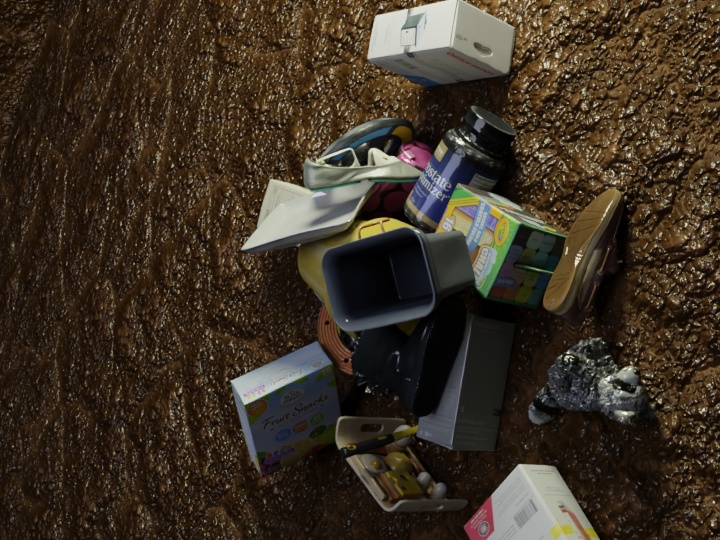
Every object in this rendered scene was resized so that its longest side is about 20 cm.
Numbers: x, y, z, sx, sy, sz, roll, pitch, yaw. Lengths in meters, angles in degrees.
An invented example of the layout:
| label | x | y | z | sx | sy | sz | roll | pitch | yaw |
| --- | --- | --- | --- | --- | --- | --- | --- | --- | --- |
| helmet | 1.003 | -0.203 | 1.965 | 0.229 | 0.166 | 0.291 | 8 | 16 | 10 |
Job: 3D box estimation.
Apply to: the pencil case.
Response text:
| label | x | y | z | sx | sy | sz | roll | pitch | yaw |
| --- | --- | --- | --- | --- | --- | --- | --- | --- | --- |
| pencil case | 0.050 | -0.135 | 1.853 | 0.200 | 0.093 | 0.091 | -48 | 48 | 30 |

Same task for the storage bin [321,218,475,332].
| label | x | y | z | sx | sy | sz | roll | pitch | yaw |
| --- | --- | --- | --- | --- | --- | --- | --- | --- | --- |
| storage bin | 0.061 | -0.004 | 1.562 | 0.199 | 0.134 | 0.147 | -15 | 89 | 42 |

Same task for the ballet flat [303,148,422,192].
| label | x | y | z | sx | sy | sz | roll | pitch | yaw |
| --- | --- | --- | --- | --- | --- | --- | --- | --- | --- |
| ballet flat | 0.005 | -0.168 | 1.744 | 0.067 | 0.197 | 0.065 | -133 | 38 | -81 |

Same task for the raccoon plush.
| label | x | y | z | sx | sy | sz | roll | pitch | yaw |
| --- | --- | --- | --- | --- | --- | --- | --- | --- | --- |
| raccoon plush | 0.325 | 0.187 | 1.486 | 0.134 | 0.096 | 0.201 | 54 | 151 | 27 |

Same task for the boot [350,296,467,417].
| label | x | y | z | sx | sy | sz | roll | pitch | yaw |
| --- | --- | --- | --- | --- | --- | --- | --- | --- | --- |
| boot | 0.068 | 0.108 | 1.628 | 0.162 | 0.073 | 0.201 | 32 | 110 | 48 |

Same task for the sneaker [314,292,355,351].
| label | x | y | z | sx | sy | sz | roll | pitch | yaw |
| --- | --- | --- | --- | --- | --- | --- | --- | --- | --- |
| sneaker | -0.016 | 0.087 | 1.905 | 0.201 | 0.074 | 0.085 | 58 | 170 | 21 |

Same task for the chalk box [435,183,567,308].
| label | x | y | z | sx | sy | sz | roll | pitch | yaw |
| --- | --- | --- | --- | --- | --- | --- | --- | --- | --- |
| chalk box | 0.218 | -0.026 | 1.604 | 0.200 | 0.124 | 0.125 | 41 | 111 | 48 |

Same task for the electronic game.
| label | x | y | z | sx | sy | sz | roll | pitch | yaw |
| --- | --- | --- | --- | --- | --- | --- | --- | --- | --- |
| electronic game | 0.005 | -0.194 | 1.842 | 0.200 | 0.199 | 0.042 | -42 | 70 | 35 |

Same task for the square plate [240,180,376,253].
| label | x | y | z | sx | sy | sz | roll | pitch | yaw |
| --- | --- | --- | --- | --- | --- | --- | --- | --- | --- |
| square plate | -0.076 | -0.087 | 1.768 | 0.198 | 0.198 | 0.029 | -13 | 110 | 22 |

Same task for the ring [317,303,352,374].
| label | x | y | z | sx | sy | sz | roll | pitch | yaw |
| --- | --- | --- | --- | --- | --- | --- | --- | --- | --- |
| ring | 0.022 | 0.086 | 1.824 | 0.198 | 0.019 | 0.203 | -9 | 60 | 15 |

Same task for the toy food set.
| label | x | y | z | sx | sy | sz | roll | pitch | yaw |
| --- | --- | --- | --- | --- | --- | --- | --- | --- | --- |
| toy food set | 0.064 | 0.301 | 1.687 | 0.200 | 0.142 | 0.061 | 47 | 119 | 45 |

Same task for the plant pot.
| label | x | y | z | sx | sy | sz | roll | pitch | yaw |
| --- | --- | --- | --- | --- | --- | --- | --- | --- | --- |
| plant pot | 0.000 | 0.000 | 1.765 | 0.188 | 0.199 | 0.203 | 27 | 101 | 47 |

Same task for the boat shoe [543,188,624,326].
| label | x | y | z | sx | sy | sz | roll | pitch | yaw |
| --- | --- | --- | --- | --- | --- | --- | --- | --- | --- |
| boat shoe | 0.329 | -0.017 | 1.517 | 0.202 | 0.072 | 0.072 | -64 | 20 | -15 |

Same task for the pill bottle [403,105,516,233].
| label | x | y | z | sx | sy | sz | roll | pitch | yaw |
| --- | --- | --- | --- | --- | --- | --- | --- | --- | --- |
| pill bottle | 0.161 | -0.154 | 1.712 | 0.201 | 0.111 | 0.112 | -60 | 43 | 21 |

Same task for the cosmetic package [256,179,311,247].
| label | x | y | z | sx | sy | sz | roll | pitch | yaw |
| --- | --- | --- | --- | --- | --- | --- | --- | --- | --- |
| cosmetic package | -0.098 | -0.097 | 2.022 | 0.199 | 0.087 | 0.105 | 25 | 101 | 48 |

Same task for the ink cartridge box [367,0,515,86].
| label | x | y | z | sx | sy | sz | roll | pitch | yaw |
| --- | --- | --- | --- | --- | --- | --- | --- | --- | --- |
| ink cartridge box | 0.133 | -0.370 | 1.771 | 0.199 | 0.145 | 0.087 | 1 | 80 | 49 |

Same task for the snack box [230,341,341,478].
| label | x | y | z | sx | sy | sz | roll | pitch | yaw |
| --- | --- | --- | --- | --- | --- | --- | --- | --- | --- |
| snack box | -0.121 | 0.240 | 1.840 | 0.068 | 0.167 | 0.202 | 49 | 157 | 43 |

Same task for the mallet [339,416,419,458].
| label | x | y | z | sx | sy | sz | roll | pitch | yaw |
| --- | --- | --- | --- | --- | --- | --- | --- | --- | --- |
| mallet | 0.061 | 0.264 | 1.670 | 0.066 | 0.199 | 0.042 | 35 | 128 | 38 |

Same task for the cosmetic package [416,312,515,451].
| label | x | y | z | sx | sy | sz | roll | pitch | yaw |
| --- | --- | --- | --- | --- | --- | --- | --- | --- | --- |
| cosmetic package | 0.161 | 0.166 | 1.639 | 0.090 | 0.106 | 0.203 | 11 | 91 | 49 |

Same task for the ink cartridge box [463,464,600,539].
| label | x | y | z | sx | sy | sz | roll | pitch | yaw |
| --- | --- | --- | --- | --- | --- | --- | --- | --- | --- |
| ink cartridge box | 0.252 | 0.394 | 1.491 | 0.146 | 0.083 | 0.201 | -53 | 46 | 27 |
